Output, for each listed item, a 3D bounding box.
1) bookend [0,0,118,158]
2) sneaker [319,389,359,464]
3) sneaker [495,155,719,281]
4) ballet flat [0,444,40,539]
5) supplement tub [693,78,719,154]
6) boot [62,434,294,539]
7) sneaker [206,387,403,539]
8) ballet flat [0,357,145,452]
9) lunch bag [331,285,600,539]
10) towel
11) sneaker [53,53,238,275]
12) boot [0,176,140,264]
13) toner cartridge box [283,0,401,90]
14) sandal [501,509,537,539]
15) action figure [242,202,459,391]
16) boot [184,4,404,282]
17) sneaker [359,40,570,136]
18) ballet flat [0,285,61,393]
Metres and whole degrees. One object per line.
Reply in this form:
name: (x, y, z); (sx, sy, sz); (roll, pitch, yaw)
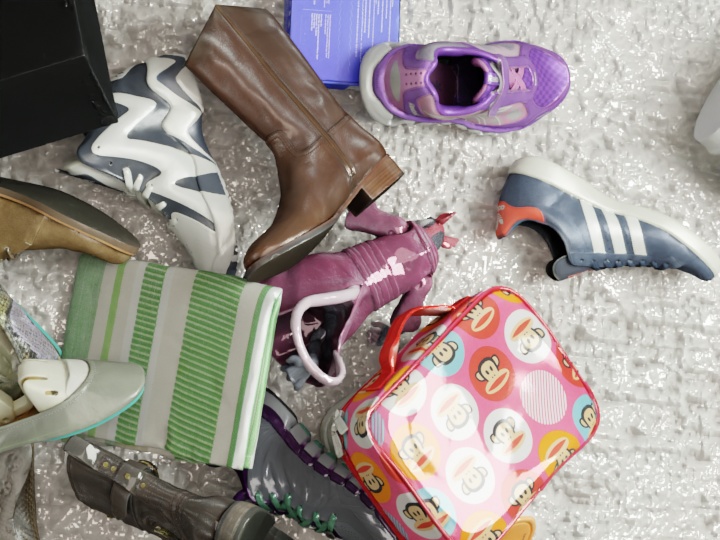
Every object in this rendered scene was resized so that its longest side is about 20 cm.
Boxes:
bookend: (-0.309, -0.189, 1.555); (0.198, 0.092, 0.200); (-17, 58, 2)
sneaker: (0.061, 0.100, 1.643); (0.199, 0.088, 0.076); (-37, 93, -12)
sneaker: (0.205, -0.019, 1.686); (0.199, 0.075, 0.085); (24, 82, 0)
ballet flat: (-0.284, 0.195, 1.596); (0.067, 0.046, 0.202); (-11, 85, -3)
supplement tub: (0.399, -0.104, 1.689); (0.199, 0.145, 0.146); (35, 82, -8)
boot: (-0.146, 0.202, 1.591); (0.173, 0.201, 0.070); (20, 62, 20)
sneaker: (-0.049, 0.186, 1.597); (0.087, 0.075, 0.200); (-40, 65, -20)
ballet flat: (-0.265, 0.103, 1.536); (0.198, 0.068, 0.064); (-20, 127, 7)
lunch bag: (0.078, 0.110, 1.560); (0.200, 0.082, 0.177); (-41, 98, -31)
towel: (-0.156, 0.072, 1.570); (0.199, 0.023, 0.154); (7, 85, 33)
sneaker: (-0.178, -0.067, 1.606); (0.128, 0.079, 0.201); (-15, 91, -10)
boot: (-0.275, -0.034, 1.593); (0.198, 0.074, 0.076); (19, 97, 1)
toner cartridge box: (-0.014, -0.253, 1.663); (0.094, 0.043, 0.202); (3, 87, -12)
sandal: (0.074, 0.281, 1.639); (0.206, 0.079, 0.059); (-38, 54, -4)
action figure: (0.000, 0.000, 1.602); (0.199, 0.149, 0.135); (-31, 94, -16)
boot: (-0.085, -0.107, 1.566); (0.200, 0.064, 0.186); (50, 48, 2)
sneaker: (0.101, -0.154, 1.641); (0.199, 0.088, 0.081); (-4, 90, -33)
ballet flat: (-0.308, 0.023, 1.549); (0.072, 0.072, 0.201); (-40, 119, -10)
